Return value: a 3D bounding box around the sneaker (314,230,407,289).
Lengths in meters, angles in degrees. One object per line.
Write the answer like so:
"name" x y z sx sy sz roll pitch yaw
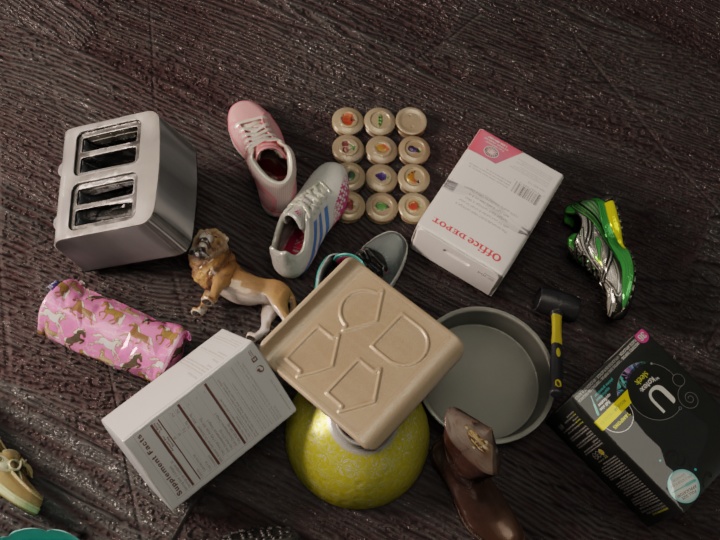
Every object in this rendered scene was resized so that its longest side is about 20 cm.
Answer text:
"sneaker" 0.000 0.000 1.376 0.084 0.121 0.200 37 68 10

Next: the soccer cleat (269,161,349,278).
"soccer cleat" -0.071 -0.084 1.415 0.070 0.086 0.200 14 66 20

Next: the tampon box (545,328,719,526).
"tampon box" 0.383 0.212 1.325 0.150 0.126 0.200 -40 77 -19

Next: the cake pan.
"cake pan" 0.170 0.148 1.372 0.200 0.037 0.201 3 64 -7

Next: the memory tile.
"memory tile" 0.031 -0.162 1.507 0.153 0.017 0.200 2 66 -6

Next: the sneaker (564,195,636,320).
"sneaker" 0.350 -0.015 1.456 0.085 0.078 0.200 -8 59 -2

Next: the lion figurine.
"lion figurine" -0.159 0.026 1.384 0.200 0.072 0.123 29 48 -9

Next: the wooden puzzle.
"wooden puzzle" 0.001 0.106 1.259 0.200 0.046 0.185 39 71 18

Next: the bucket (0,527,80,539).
"bucket" -0.371 0.409 1.151 0.207 0.135 0.208 2 68 -6

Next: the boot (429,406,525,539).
"boot" 0.157 0.266 1.236 0.064 0.200 0.186 -36 75 -19

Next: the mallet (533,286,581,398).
"mallet" 0.282 0.102 1.373 0.066 0.041 0.200 12 42 -8

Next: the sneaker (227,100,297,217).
"sneaker" -0.142 -0.186 1.451 0.075 0.105 0.200 -18 69 -11

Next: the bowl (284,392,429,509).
"bowl" 0.000 0.204 1.297 0.200 0.108 0.201 2 67 -5

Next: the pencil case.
"pencil case" -0.331 0.081 1.328 0.200 0.083 0.087 24 106 4

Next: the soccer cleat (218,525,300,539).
"soccer cleat" -0.170 0.374 1.236 0.200 0.068 0.073 -12 92 -15

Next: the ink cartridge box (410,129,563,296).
"ink cartridge box" 0.184 -0.086 1.455 0.146 0.083 0.200 31 67 7

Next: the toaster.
"toaster" -0.316 -0.104 1.355 0.200 0.119 0.181 -9 67 17

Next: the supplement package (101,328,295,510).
"supplement package" -0.206 0.184 1.256 0.200 0.117 0.117 -37 110 -19

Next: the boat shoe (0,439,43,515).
"boat shoe" -0.466 0.227 1.256 0.201 0.073 0.063 40 73 19
